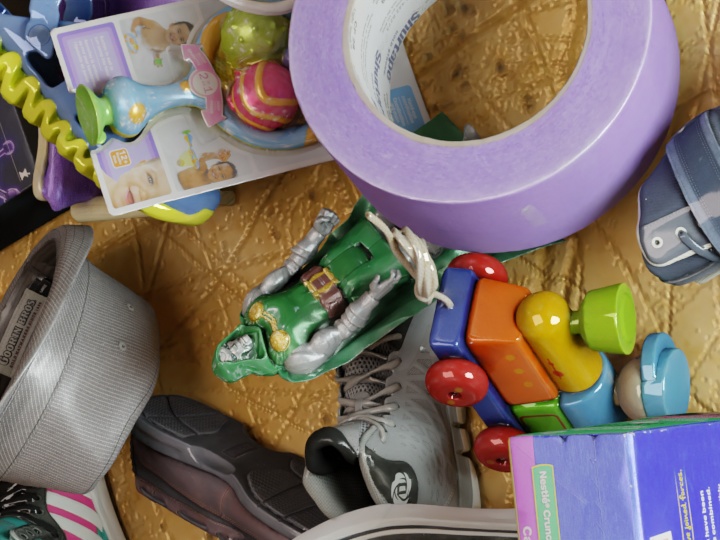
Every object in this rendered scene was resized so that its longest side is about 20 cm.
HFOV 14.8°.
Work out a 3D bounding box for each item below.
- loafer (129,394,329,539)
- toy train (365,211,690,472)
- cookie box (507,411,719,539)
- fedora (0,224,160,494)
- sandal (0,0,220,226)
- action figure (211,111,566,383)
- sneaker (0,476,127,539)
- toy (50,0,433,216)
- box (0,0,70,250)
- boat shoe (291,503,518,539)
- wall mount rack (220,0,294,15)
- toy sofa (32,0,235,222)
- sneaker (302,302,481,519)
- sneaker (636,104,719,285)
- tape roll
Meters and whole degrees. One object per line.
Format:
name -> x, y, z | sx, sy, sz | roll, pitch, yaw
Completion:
loafer -> -0.064, 0.140, 1.645 | 0.200, 0.072, 0.063 | 30, 121, 38
toy train -> 0.093, 0.026, 1.462 | 0.116, 0.200, 0.085 | -5, 54, 25
cookie box -> 0.163, 0.159, 1.400 | 0.075, 0.200, 0.171 | -7, 86, 34
fedora -> -0.180, 0.069, 1.659 | 0.090, 0.200, 0.177 | 27, 122, -14
sandal -> -0.151, -0.107, 1.601 | 0.200, 0.079, 0.087 | 44, 94, 7
action figure -> 0.000, 0.000, 1.542 | 0.200, 0.055, 0.118 | -38, 54, -8
sneaker -> -0.217, 0.156, 1.710 | 0.084, 0.121, 0.200 | -38, 70, 29
toy -> -0.063, -0.112, 1.565 | 0.047, 0.200, 0.115 | 126, 126, -70
box -> -0.259, -0.117, 1.765 | 0.141, 0.079, 0.200 | -28, 75, 29
boat shoe -> 0.047, 0.171, 1.498 | 0.200, 0.071, 0.072 | -7, 129, -1
wall mount rack -> -0.079, -0.234, 1.597 | 0.200, 0.174, 0.075 | 41, 132, 27
toy sofa -> -0.139, -0.131, 1.668 | 0.083, 0.098, 0.200 | -4, 88, 34
sneaker -> 0.007, 0.069, 1.558 | 0.075, 0.115, 0.200 | -19, 80, 33
sneaker -> 0.229, -0.008, 1.419 | 0.146, 0.077, 0.202 | -36, 61, 18
tape roll -> 0.067, -0.116, 1.488 | 0.200, 0.085, 0.200 | -6, 70, 16
